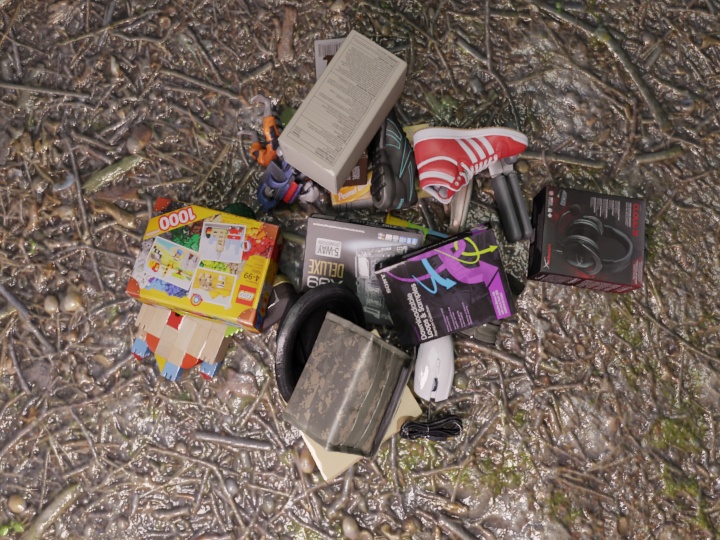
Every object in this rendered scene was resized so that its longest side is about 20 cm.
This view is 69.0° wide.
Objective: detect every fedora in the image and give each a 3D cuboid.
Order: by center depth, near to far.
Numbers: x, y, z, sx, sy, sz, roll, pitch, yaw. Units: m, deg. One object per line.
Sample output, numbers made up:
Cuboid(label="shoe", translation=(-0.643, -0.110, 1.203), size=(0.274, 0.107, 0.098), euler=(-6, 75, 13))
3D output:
Cuboid(label="fedora", translation=(-0.079, 0.109, 0.825), size=(0.090, 0.200, 0.205), euler=(21, 76, 44))

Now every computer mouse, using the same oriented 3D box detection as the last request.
Cuboid(label="computer mouse", translation=(0.120, 0.175, 0.867), size=(0.105, 0.044, 0.209), euler=(6, 74, -8))

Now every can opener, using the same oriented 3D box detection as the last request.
Cuboid(label="can opener", translation=(0.260, -0.155, 0.923), size=(0.051, 0.066, 0.208), euler=(-12, 88, -17))

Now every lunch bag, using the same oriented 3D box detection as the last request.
Cuboid(label="lunch bag", translation=(0.002, 0.182, 0.785), size=(0.115, 0.199, 0.169), euler=(20, 80, 36))

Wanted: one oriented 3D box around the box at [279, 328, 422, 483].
Cuboid(label="box", translation=(-0.014, 0.224, 0.881), size=(0.196, 0.021, 0.167), euler=(-31, 82, -6))

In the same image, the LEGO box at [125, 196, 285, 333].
Cuboid(label="LEGO box", translation=(-0.227, -0.007, 0.792), size=(0.192, 0.077, 0.155), euler=(12, 75, 4))

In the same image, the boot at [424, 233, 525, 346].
Cuboid(label="boot", translation=(0.168, 0.037, 0.867), size=(0.195, 0.068, 0.134), euler=(29, 99, -8))

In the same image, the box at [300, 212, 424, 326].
Cuboid(label="box", translation=(0.000, 0.000, 0.877), size=(0.191, 0.050, 0.164), euler=(9, 105, 1))

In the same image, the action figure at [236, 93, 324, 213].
Cuboid(label="action figure", translation=(-0.123, -0.206, 0.902), size=(0.104, 0.199, 0.197), euler=(-32, 88, -46))

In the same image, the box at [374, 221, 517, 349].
Cuboid(label="box", translation=(0.133, 0.029, 0.824), size=(0.193, 0.036, 0.147), euler=(-19, 107, 13))

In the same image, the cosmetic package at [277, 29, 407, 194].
Cuboid(label="cosmetic package", translation=(-0.023, -0.230, 0.763), size=(0.102, 0.073, 0.204), euler=(32, 80, 6))

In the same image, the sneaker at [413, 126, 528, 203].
Cuboid(label="sneaker", translation=(0.183, -0.170, 0.857), size=(0.191, 0.071, 0.118), euler=(-1, 79, -5))

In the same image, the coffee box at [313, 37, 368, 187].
Cuboid(label="coffee box", translation=(-0.032, -0.256, 0.865), size=(0.076, 0.115, 0.209), euler=(-4, 78, -1))

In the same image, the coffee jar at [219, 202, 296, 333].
Cuboid(label="coffee jar", translation=(-0.186, -0.003, 0.877), size=(0.103, 0.085, 0.204), euler=(-33, 77, 5))

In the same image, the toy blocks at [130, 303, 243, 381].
Cuboid(label="toy blocks", translation=(-0.298, 0.114, 0.871), size=(0.194, 0.100, 0.141), euler=(25, 92, 4))

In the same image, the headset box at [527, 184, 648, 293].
Cuboid(label="headset box", translation=(0.398, -0.050, 0.906), size=(0.191, 0.077, 0.155), euler=(9, 80, 2))

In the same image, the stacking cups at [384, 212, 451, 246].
Cuboid(label="stacking cups", translation=(0.130, -0.041, 0.917), size=(0.193, 0.061, 0.063), euler=(18, 80, -3))

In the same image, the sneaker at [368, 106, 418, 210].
Cuboid(label="sneaker", translation=(0.053, -0.199, 0.884), size=(0.076, 0.075, 0.209), euler=(1, 78, -23))

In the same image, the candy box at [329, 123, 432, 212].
Cuboid(label="candy box", translation=(0.036, -0.182, 0.934), size=(0.192, 0.055, 0.120), euler=(-10, 79, -1))

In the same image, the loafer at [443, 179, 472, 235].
Cuboid(label="loafer", translation=(0.169, -0.156, 0.927), size=(0.060, 0.072, 0.207), euler=(10, 70, 9))
